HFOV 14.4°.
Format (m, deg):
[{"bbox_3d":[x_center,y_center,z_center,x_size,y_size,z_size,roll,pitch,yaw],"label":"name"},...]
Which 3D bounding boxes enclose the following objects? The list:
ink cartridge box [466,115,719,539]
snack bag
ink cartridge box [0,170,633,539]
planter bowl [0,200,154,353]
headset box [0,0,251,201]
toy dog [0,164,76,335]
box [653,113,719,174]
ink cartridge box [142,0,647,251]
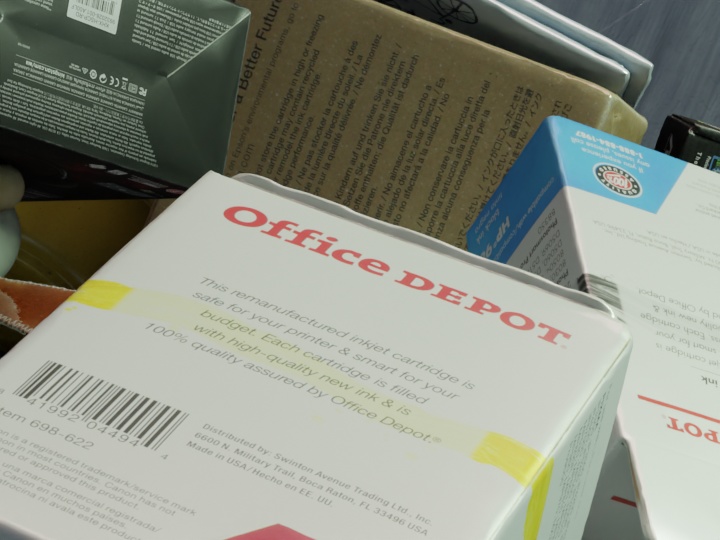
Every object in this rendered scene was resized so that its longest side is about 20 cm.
[{"bbox_3d":[0.110,0.050,0.970,0.115,0.067,0.201,19,39,-23],"label":"ink cartridge box"},{"bbox_3d":[0.021,-0.083,1.221,0.188,0.021,0.200,27,-23,5],"label":"snack bag"},{"bbox_3d":[-0.026,0.066,0.787,0.144,0.084,0.200,21,32,15],"label":"ink cartridge box"},{"bbox_3d":[-0.143,-0.020,1.219,0.199,0.084,0.201,17,-30,10],"label":"planter bowl"},{"bbox_3d":[-0.163,-0.077,1.052,0.199,0.076,0.148,1,-12,45],"label":"headset box"},{"bbox_3d":[-0.143,0.000,0.931,0.132,0.096,0.201,34,25,-29],"label":"toy dog"},{"bbox_3d":[0.169,0.055,1.169,0.159,0.201,0.044,19,7,-9],"label":"box"},{"bbox_3d":[0.000,0.000,1.124,0.164,0.201,0.075,23,2,20],"label":"ink cartridge box"}]
